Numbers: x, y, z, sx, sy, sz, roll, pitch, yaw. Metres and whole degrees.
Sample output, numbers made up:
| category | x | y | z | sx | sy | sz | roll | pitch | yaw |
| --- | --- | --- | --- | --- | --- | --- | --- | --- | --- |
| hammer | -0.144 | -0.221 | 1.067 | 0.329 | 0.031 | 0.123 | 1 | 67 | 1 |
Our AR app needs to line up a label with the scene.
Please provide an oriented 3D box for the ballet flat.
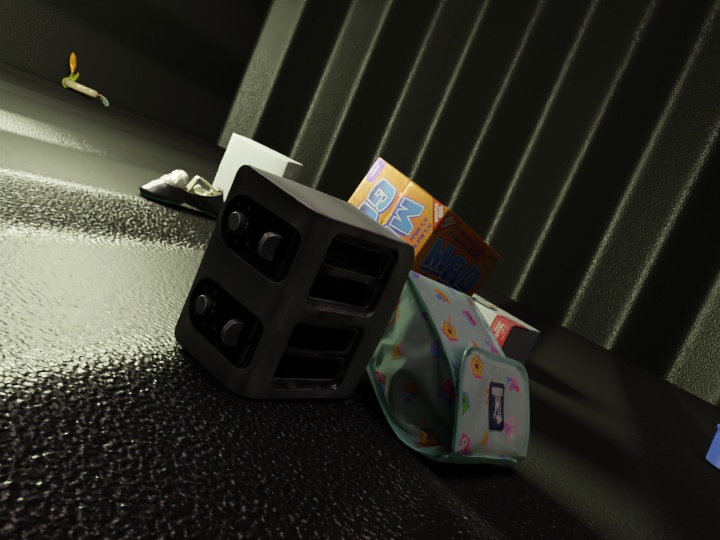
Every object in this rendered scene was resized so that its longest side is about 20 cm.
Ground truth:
| category | x | y | z | sx | sy | sz | roll | pitch | yaw |
| --- | --- | --- | --- | --- | --- | --- | --- | --- | --- |
| ballet flat | -0.350 | -0.162 | 1.257 | 0.072 | 0.075 | 0.198 | 31 | 9 | 37 |

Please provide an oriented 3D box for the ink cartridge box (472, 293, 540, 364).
| category | x | y | z | sx | sy | sz | roll | pitch | yaw |
| --- | --- | --- | --- | --- | --- | --- | --- | --- | --- |
| ink cartridge box | 0.273 | 0.118 | 1.387 | 0.198 | 0.085 | 0.144 | 33 | 11 | 39 |

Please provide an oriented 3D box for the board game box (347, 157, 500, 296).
| category | x | y | z | sx | sy | sz | roll | pitch | yaw |
| --- | --- | --- | --- | --- | --- | --- | --- | --- | --- |
| board game box | 0.081 | -0.029 | 1.098 | 0.198 | 0.202 | 0.200 | 30 | 9 | -47 |

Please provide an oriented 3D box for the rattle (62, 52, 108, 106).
| category | x | y | z | sx | sy | sz | roll | pitch | yaw |
| --- | --- | --- | --- | --- | --- | --- | --- | --- | --- |
| rattle | -1.119 | -0.783 | 2.597 | 0.195 | 0.146 | 0.130 | 20 | -11 | 8 |

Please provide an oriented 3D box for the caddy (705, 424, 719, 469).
| category | x | y | z | sx | sy | sz | roll | pitch | yaw |
| --- | --- | --- | --- | --- | --- | --- | --- | --- | --- |
| caddy | 0.815 | 0.388 | 1.278 | 0.139 | 0.107 | 0.200 | 20 | 10 | -28 |

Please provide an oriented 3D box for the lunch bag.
| category | x | y | z | sx | sy | sz | roll | pitch | yaw |
| --- | --- | --- | --- | --- | --- | --- | --- | --- | --- |
| lunch bag | 0.097 | 0.116 | 0.684 | 0.169 | 0.122 | 0.203 | 22 | 33 | -49 |

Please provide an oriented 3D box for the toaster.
| category | x | y | z | sx | sy | sz | roll | pitch | yaw |
| --- | --- | --- | --- | --- | --- | --- | --- | --- | --- |
| toaster | -0.057 | 0.020 | 0.616 | 0.118 | 0.185 | 0.198 | 34 | 12 | 38 |

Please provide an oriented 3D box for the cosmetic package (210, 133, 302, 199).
| category | x | y | z | sx | sy | sz | roll | pitch | yaw |
| --- | --- | --- | --- | --- | --- | --- | --- | --- | --- |
| cosmetic package | -0.271 | -0.241 | 1.659 | 0.163 | 0.171 | 0.200 | 26 | 9 | 2 |
